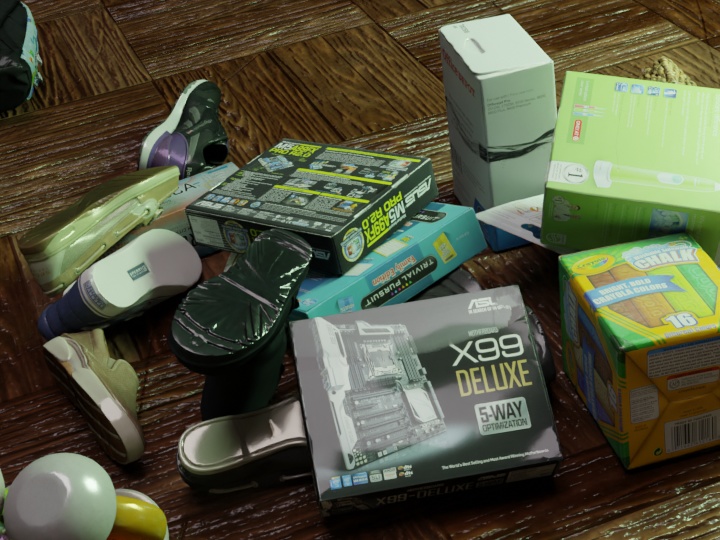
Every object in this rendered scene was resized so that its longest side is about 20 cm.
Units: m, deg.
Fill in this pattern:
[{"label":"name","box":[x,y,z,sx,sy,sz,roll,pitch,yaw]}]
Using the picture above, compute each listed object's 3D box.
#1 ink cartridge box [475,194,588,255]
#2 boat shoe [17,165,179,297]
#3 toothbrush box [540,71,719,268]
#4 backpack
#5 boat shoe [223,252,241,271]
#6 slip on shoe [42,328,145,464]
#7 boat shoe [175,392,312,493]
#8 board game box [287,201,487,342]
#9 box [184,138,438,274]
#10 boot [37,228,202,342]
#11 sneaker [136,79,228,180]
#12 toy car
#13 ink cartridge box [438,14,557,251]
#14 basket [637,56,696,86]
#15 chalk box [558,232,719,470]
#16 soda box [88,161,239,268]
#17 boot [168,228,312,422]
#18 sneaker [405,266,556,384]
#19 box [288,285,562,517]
[{"label":"ink cartridge box","box":[0.231,-0.030,1.407,0.199,0.050,0.162,-18,31,-37]},{"label":"boat shoe","box":[-0.256,-0.046,1.466,0.073,0.063,0.201,-3,26,41]},{"label":"toothbrush box","box":[0.271,-0.090,1.310,0.199,0.086,0.146,7,54,10]},{"label":"backpack","box":[-0.513,-0.294,1.985,0.162,0.154,0.201,-10,53,2]},{"label":"boat shoe","box":[-0.094,-0.027,1.508,0.068,0.075,0.200,-10,27,35]},{"label":"slip on shoe","box":[-0.229,0.107,1.313,0.060,0.076,0.200,-24,27,-20]},{"label":"boat shoe","box":[-0.058,0.144,1.225,0.199,0.057,0.067,-10,59,-10]},{"label":"board game box","box":[0.000,0.000,1.394,0.200,0.047,0.151,-32,21,-22]},{"label":"box","box":[-0.049,-0.067,1.428,0.199,0.044,0.160,11,37,38]},{"label":"boot","box":[-0.243,0.017,1.462,0.090,0.073,0.200,-33,-5,26]},{"label":"sneaker","box":[-0.193,-0.158,1.754,0.087,0.076,0.200,15,40,9]},{"label":"toy car","box":[-0.246,0.221,1.077,0.199,0.175,0.151,2,69,16]},{"label":"ink cartridge box","box":[0.146,-0.146,1.507,0.084,0.201,0.145,-14,32,-8]},{"label":"basket","box":[0.312,-0.111,1.488,0.149,0.143,0.200,-46,6,17]},{"label":"chalk box","box":[0.244,0.052,1.235,0.124,0.124,0.200,-12,31,-8]},{"label":"soda box","box":[-0.208,-0.047,1.557,0.199,0.069,0.064,-21,36,-21]},{"label":"boot","box":[-0.108,0.071,1.222,0.073,0.163,0.198,26,37,9]},{"label":"sneaker","box":[0.103,0.066,1.311,0.090,0.076,0.200,-28,27,-19]},{"label":"box","box":[0.050,0.105,1.187,0.199,0.050,0.158,-8,65,-5]}]
